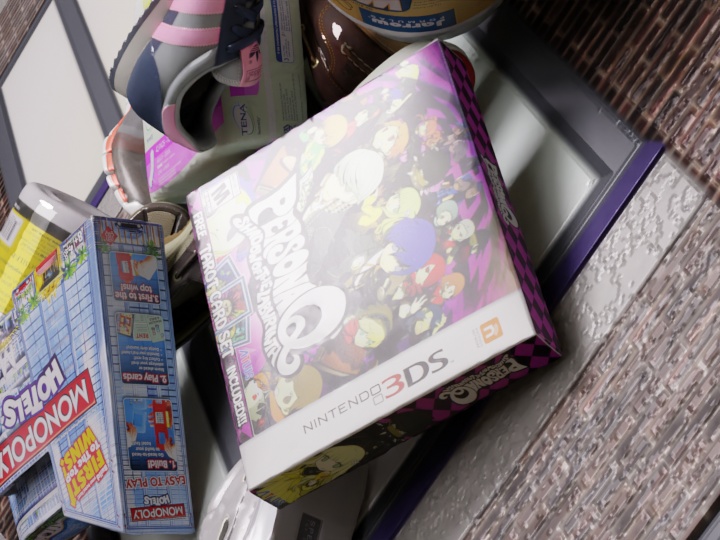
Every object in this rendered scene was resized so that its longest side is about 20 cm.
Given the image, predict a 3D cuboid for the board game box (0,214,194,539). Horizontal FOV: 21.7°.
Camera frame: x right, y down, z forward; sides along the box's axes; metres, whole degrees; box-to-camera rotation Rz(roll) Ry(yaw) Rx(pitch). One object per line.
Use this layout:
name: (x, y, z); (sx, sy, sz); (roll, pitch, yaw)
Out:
board game box: (-0.185, 0.102, 1.242); (0.200, 0.061, 0.201); (-39, 58, 37)

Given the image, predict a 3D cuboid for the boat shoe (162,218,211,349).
boat shoe: (-0.086, -0.008, 1.247); (0.200, 0.073, 0.065); (-41, 55, 36)

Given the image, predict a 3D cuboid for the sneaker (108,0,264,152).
sneaker: (-0.077, -0.160, 1.138); (0.082, 0.070, 0.201); (46, 128, 16)

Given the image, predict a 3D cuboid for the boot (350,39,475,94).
boot: (0.026, -0.027, 1.068); (0.201, 0.072, 0.144); (-56, 40, 4)

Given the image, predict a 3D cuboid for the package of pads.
package of pads: (-0.100, -0.140, 1.287); (0.200, 0.068, 0.156); (154, 112, -65)

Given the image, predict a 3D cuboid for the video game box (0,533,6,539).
video game box: (-0.227, 0.290, 1.137); (0.183, 0.047, 0.200); (50, 118, 16)

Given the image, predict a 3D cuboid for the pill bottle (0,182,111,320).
pill bottle: (-0.251, 0.044, 1.436); (0.201, 0.111, 0.111); (-62, 27, 4)

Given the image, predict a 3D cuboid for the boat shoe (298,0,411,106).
boat shoe: (-0.025, -0.179, 1.272); (0.070, 0.070, 0.201); (-49, 30, 18)

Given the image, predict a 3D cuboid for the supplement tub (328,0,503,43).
supplement tub: (0.028, -0.216, 1.050); (0.200, 0.144, 0.146); (60, -128, -77)

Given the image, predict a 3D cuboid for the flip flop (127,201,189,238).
flip flop: (-0.175, 0.038, 1.358); (0.201, 0.081, 0.058); (-61, 1, 12)

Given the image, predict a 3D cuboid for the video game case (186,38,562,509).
video game case: (0.000, 0.000, 1.008); (0.180, 0.036, 0.201); (-29, 54, 20)

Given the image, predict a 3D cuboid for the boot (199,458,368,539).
boot: (-0.056, 0.179, 1.033); (0.095, 0.073, 0.201); (-33, 31, 54)

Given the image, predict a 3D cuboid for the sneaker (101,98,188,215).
sneaker: (-0.141, -0.111, 1.421); (0.082, 0.077, 0.201); (-38, 36, 29)
